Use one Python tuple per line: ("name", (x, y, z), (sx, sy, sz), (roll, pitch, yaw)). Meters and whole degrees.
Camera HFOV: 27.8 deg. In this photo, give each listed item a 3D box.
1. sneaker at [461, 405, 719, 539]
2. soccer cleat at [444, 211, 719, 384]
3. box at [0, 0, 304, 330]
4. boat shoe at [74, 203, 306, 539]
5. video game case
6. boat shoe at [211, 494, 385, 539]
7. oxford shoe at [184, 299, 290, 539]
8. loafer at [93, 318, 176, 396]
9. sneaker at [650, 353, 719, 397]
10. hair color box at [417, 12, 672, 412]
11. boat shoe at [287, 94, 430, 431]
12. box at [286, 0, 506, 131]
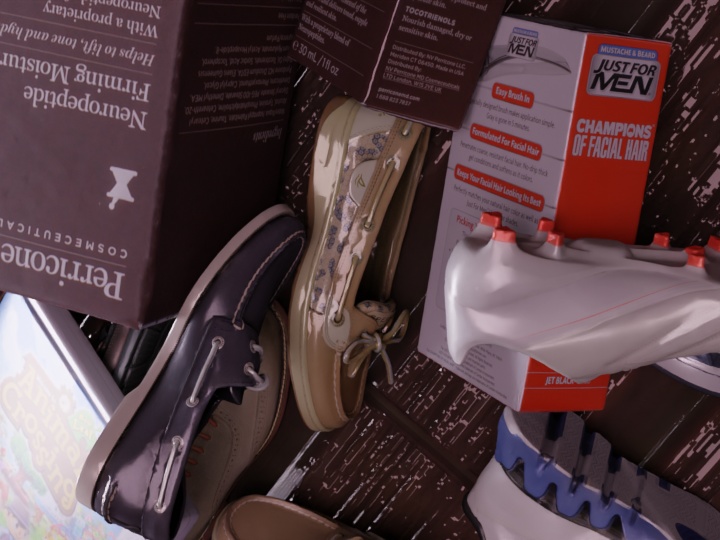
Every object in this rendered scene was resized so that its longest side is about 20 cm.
("sneaker", (0.138, 0.172, 0.852), (0.199, 0.081, 0.116), (38, 119, 3))
("soccer cleat", (0.138, 0.022, 0.729), (0.198, 0.069, 0.078), (8, 107, -4))
("box", (-0.143, -0.094, 0.834), (0.164, 0.164, 0.202), (13, 102, 18))
("boat shoe", (-0.078, 0.058, 0.808), (0.062, 0.073, 0.201), (30, 81, 16))
("video game case", (-0.195, 0.133, 0.906), (0.200, 0.022, 0.183), (52, 124, 26))
("boat shoe", (-0.002, 0.187, 0.876), (0.199, 0.072, 0.065), (29, 147, 18))
("oxford shoe", (-0.099, 0.108, 0.906), (0.070, 0.074, 0.202), (24, 105, 11))
("loafer", (-0.169, 0.096, 0.930), (0.062, 0.072, 0.202), (21, 106, 18))
("sneaker", (0.242, 0.004, 0.781), (0.200, 0.077, 0.148), (18, 112, 6))
("hair color box", (0.098, -0.035, 0.803), (0.063, 0.111, 0.202), (1, 105, -29))
("boat shoe", (0.000, 0.000, 0.860), (0.062, 0.073, 0.202), (8, 101, 18))
("box", (0.038, -0.190, 0.795), (0.100, 0.074, 0.202), (38, 112, 53))
